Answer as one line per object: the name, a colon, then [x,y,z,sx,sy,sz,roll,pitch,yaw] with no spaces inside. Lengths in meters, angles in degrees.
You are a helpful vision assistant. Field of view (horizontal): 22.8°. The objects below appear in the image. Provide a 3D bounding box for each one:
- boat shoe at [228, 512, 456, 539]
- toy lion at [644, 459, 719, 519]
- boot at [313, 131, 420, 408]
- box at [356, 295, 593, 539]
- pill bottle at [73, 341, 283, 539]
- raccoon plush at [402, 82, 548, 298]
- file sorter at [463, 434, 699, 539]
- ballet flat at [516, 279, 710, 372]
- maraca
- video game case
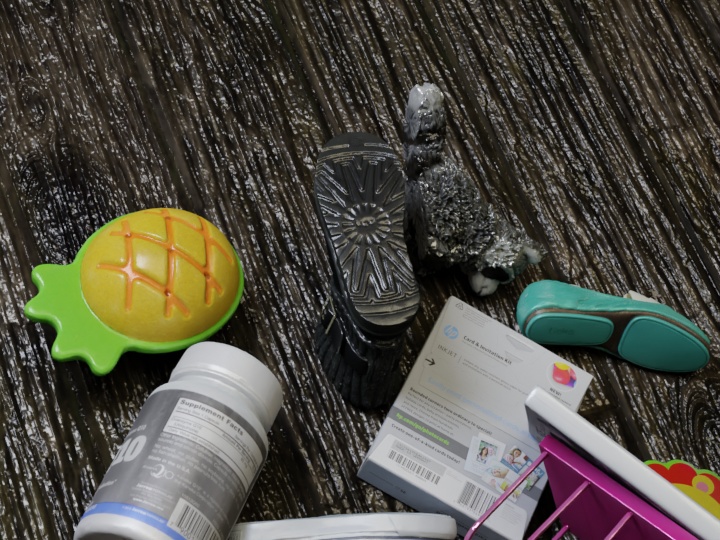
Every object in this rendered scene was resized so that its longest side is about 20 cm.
boat shoe: [-0.015,0.237,1.500,0.199,0.072,0.062,-2,83,-16]
toy lion: [0.276,0.264,1.583,0.199,0.069,0.192,-26,63,-30]
boot: [-0.002,0.001,1.592,0.079,0.158,0.212,-3,61,-8]
box: [0.106,0.139,1.612,0.155,0.041,0.201,29,55,0]
pill bottle: [-0.143,0.164,1.464,0.113,0.114,0.201,27,53,-1]
raccoon plush: [0.110,-0.072,1.674,0.133,0.201,0.097,-3,26,-22]
file sorter: [0.196,0.263,1.457,0.125,0.139,0.200,-43,54,-17]
ballet flat: [0.242,0.044,1.708,0.199,0.068,0.071,11,41,-15]
maraca: [-0.192,0.016,1.546,0.199,0.107,0.137,-26,67,-31]
video game case: [0.222,0.176,1.492,0.200,0.182,0.023,37,84,13]
